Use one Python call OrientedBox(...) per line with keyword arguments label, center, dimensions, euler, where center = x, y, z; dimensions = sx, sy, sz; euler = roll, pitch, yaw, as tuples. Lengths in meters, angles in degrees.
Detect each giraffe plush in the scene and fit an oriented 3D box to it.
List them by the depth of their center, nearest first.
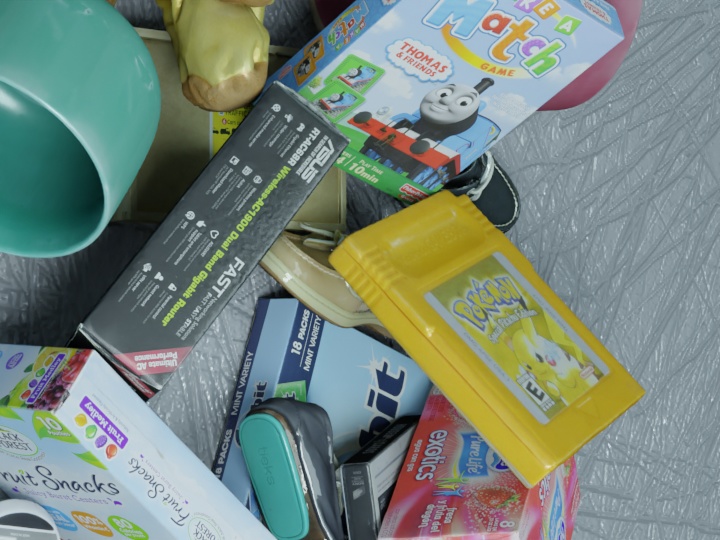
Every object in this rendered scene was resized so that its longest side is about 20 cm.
OrientedBox(label="giraffe plush", center=(-0.132, -0.203, 1.419), dimensions=(0.162, 0.173, 0.200), euler=(6, 95, -6))

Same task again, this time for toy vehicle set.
OrientedBox(label="toy vehicle set", center=(-0.087, -0.090, 1.553), dimensions=(0.200, 0.026, 0.124), euler=(3, 87, -46))

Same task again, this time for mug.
OrientedBox(label="mug", center=(-0.202, -0.111, 1.344), dimensions=(0.185, 0.152, 0.114), euler=(52, 44, -28))

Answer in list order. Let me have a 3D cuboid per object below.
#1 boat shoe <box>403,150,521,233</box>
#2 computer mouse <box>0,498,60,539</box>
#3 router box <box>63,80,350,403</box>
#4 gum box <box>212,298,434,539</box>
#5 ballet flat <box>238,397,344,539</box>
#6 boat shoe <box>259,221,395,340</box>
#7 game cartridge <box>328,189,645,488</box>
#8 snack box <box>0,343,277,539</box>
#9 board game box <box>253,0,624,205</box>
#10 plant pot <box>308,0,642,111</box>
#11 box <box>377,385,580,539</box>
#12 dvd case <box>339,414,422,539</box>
OrientedBox(label="boat shoe", center=(0.059, -0.076, 1.681), dimensions=(0.200, 0.060, 0.076), euler=(28, 69, -42))
OrientedBox(label="computer mouse", center=(-0.226, 0.234, 1.391), dimensions=(0.110, 0.044, 0.200), euler=(15, 84, -40))
OrientedBox(label="router box", center=(-0.100, -0.007, 1.417), dimensions=(0.062, 0.150, 0.200), euler=(39, 73, -5))
OrientedBox(label="gum box", center=(-0.011, 0.132, 1.613), dimensions=(0.200, 0.045, 0.170), euler=(29, 69, -41))
OrientedBox(label="ballet flat", center=(-0.030, 0.178, 1.516), dimensions=(0.073, 0.073, 0.200), euler=(-14, 96, -46))
OrientedBox(label="boat shoe", center=(0.000, 0.000, 1.594), dimensions=(0.063, 0.073, 0.200), euler=(-53, 148, 13))
OrientedBox(label="game cartridge", center=(0.088, 0.038, 1.548), dimensions=(0.200, 0.032, 0.176), euler=(49, 29, 7))
OrientedBox(label="snack box", center=(-0.156, 0.124, 1.392), dimensions=(0.200, 0.142, 0.053), euler=(51, 56, -33))
OrientedBox(label="board game box", center=(0.050, -0.135, 1.535), dimensions=(0.151, 0.200, 0.037), euler=(26, 37, -37))
OrientedBox(label="plant pot", center=(0.069, -0.211, 1.617), dimensions=(0.179, 0.200, 0.200), euler=(-1, 89, -30))
OrientedBox(label="box", center=(0.083, 0.164, 1.547), dimensions=(0.200, 0.095, 0.103), euler=(-65, 147, -61))
OrientedBox(label="dvd case", center=(0.028, 0.210, 1.558), dimensions=(0.150, 0.025, 0.200), euler=(-30, 113, -72))
